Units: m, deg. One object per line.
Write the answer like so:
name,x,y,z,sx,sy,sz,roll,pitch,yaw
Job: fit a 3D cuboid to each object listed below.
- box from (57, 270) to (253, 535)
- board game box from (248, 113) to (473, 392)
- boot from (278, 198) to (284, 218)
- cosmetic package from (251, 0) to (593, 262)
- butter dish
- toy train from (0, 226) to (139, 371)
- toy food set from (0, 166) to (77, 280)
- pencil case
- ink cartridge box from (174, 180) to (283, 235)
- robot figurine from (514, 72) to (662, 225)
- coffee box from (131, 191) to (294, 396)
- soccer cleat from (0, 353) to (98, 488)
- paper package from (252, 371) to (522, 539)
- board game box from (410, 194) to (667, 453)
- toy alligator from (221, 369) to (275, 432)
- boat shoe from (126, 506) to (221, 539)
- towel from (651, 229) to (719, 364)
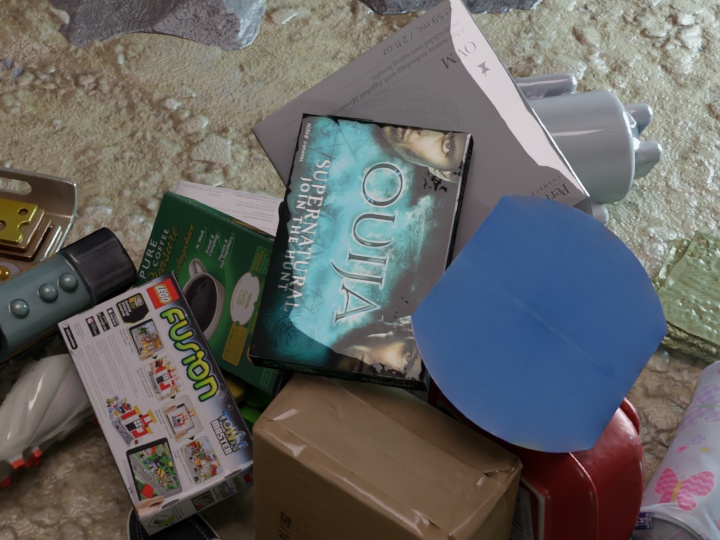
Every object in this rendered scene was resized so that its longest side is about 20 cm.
box,-0.164,0.106,1.243,0.110,0.035,0.200,-24,60,-8
board game box,0.003,-0.017,1.131,0.135,0.028,0.201,7,71,11
boot,0.000,0.000,1.325,0.065,0.165,0.201,10,56,-33
cosmetic package,0.053,-0.077,1.228,0.199,0.123,0.200,-33,80,5
butter dish,0.156,0.144,1.183,0.147,0.201,0.199,-27,47,-23
toy train,-0.287,0.032,1.317,0.200,0.114,0.085,-31,88,-39
toy food set,-0.370,-0.026,1.440,0.143,0.061,0.200,10,48,9
pencil case,0.288,0.165,1.255,0.091,0.083,0.200,-18,27,49
ink cartridge box,-0.122,0.020,1.424,0.160,0.050,0.201,11,66,9
robot figurine,0.194,-0.115,1.494,0.199,0.113,0.170,-8,71,-9
coffee box,-0.113,0.018,1.308,0.200,0.123,0.044,23,8,38
soccer cleat,-0.283,0.123,1.290,0.200,0.069,0.078,-34,82,-35
paper package,0.015,0.186,1.149,0.190,0.200,0.103,29,53,24
board game box,0.128,0.044,1.104,0.158,0.039,0.200,37,61,2
toy alligator,-0.100,0.112,1.314,0.199,0.059,0.054,20,49,17
boat shoe,-0.130,0.246,1.187,0.074,0.062,0.200,-20,49,-16
towel,0.363,0.042,1.402,0.199,0.037,0.149,22,50,19
